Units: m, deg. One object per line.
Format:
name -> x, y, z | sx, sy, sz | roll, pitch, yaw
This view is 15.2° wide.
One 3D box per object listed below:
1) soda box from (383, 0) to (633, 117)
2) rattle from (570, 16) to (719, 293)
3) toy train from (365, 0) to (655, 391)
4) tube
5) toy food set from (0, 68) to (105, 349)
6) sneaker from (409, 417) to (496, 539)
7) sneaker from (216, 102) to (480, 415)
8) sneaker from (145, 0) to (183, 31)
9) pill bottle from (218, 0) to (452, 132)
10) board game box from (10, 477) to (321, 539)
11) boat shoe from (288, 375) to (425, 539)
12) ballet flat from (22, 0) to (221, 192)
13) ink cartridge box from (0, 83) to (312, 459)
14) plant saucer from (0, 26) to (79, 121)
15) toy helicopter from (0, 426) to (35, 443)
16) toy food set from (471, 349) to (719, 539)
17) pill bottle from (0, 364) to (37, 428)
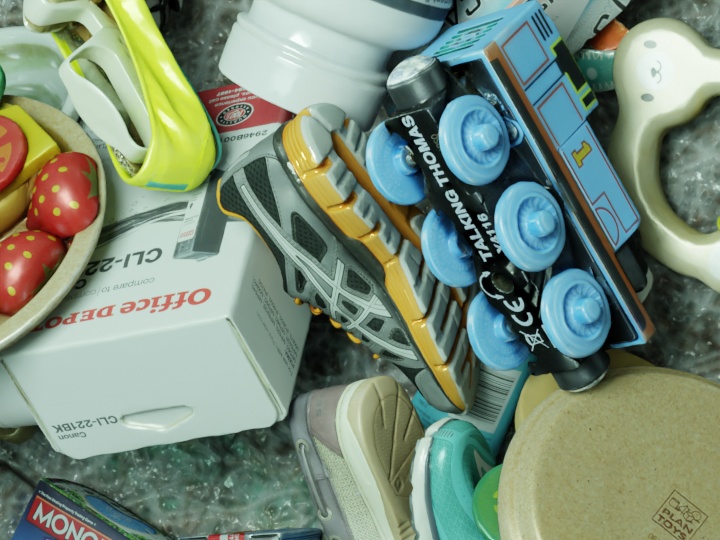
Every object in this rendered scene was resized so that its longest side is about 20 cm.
soda box -> 0.093, -0.155, 1.465 | 0.200, 0.068, 0.064 | -41, 51, 28
rattle -> 0.155, -0.079, 1.430 | 0.130, 0.143, 0.200 | -43, 79, 35
toy train -> 0.086, -0.037, 1.406 | 0.086, 0.114, 0.201 | -13, 114, 49
tube -> 0.038, 0.119, 1.520 | 0.077, 0.050, 0.201 | 29, 103, 15
toy food set -> -0.234, -0.023, 1.462 | 0.200, 0.049, 0.198 | -39, 50, -11
sneaker -> 0.092, 0.163, 1.454 | 0.079, 0.078, 0.201 | -16, 110, 39
sneaker -> 0.000, 0.000, 1.433 | 0.077, 0.078, 0.200 | -22, 118, 25
sneaker -> -0.124, -0.187, 1.549 | 0.080, 0.074, 0.200 | 47, 149, 7
pill bottle -> 0.002, -0.183, 1.426 | 0.119, 0.119, 0.201 | 28, 102, 21
board game box -> -0.118, 0.212, 1.572 | 0.199, 0.062, 0.201 | 31, 99, 21
boat shoe -> 0.014, 0.146, 1.478 | 0.065, 0.072, 0.201 | 1, 124, 35
ballet flat -> -0.144, -0.129, 1.464 | 0.067, 0.067, 0.201 | -41, 73, 44
ink cartridge box -> -0.101, -0.004, 1.500 | 0.144, 0.084, 0.201 | -11, 42, 22
plant saucer -> -0.241, -0.062, 1.601 | 0.199, 0.050, 0.201 | -19, 37, 15
toy helicopter -> -0.209, 0.036, 1.618 | 0.199, 0.079, 0.133 | -21, 74, 13
toy food set -> 0.157, 0.139, 1.412 | 0.199, 0.049, 0.199 | 26, 55, -2
pill bottle -> -0.269, 0.054, 1.532 | 0.199, 0.112, 0.113 | -4, 87, 16
